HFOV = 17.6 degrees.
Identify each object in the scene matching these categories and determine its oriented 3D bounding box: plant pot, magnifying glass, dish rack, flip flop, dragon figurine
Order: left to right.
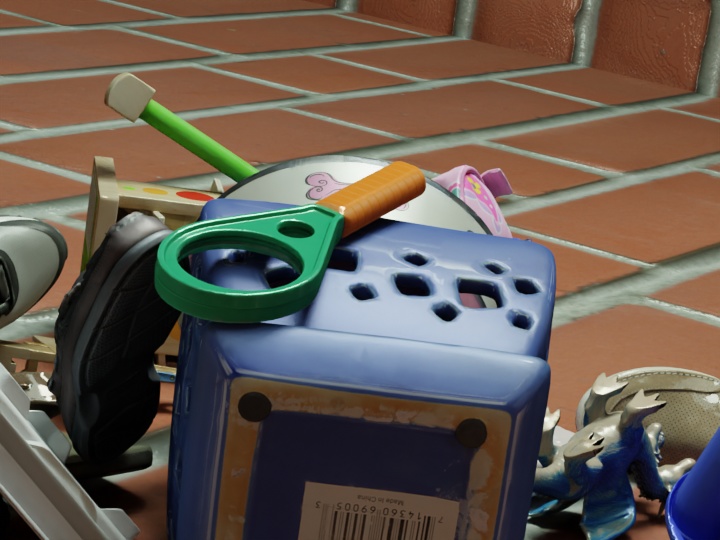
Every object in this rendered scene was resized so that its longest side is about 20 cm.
[{"bbox_3d":[-0.183,0.083,1.199,0.044,0.172,0.200,-39,28,-8],"label":"dish rack"},{"bbox_3d":[-0.205,0.083,1.375,0.200,0.058,0.081,19,14,41],"label":"flip flop"},{"bbox_3d":[-0.029,-0.018,1.186,0.080,0.022,0.200,22,32,27],"label":"magnifying glass"},{"bbox_3d":[-0.001,0.092,1.205,0.200,0.200,0.180,7,20,-3],"label":"plant pot"},{"bbox_3d":[0.137,0.129,1.414,0.059,0.099,0.200,22,38,38],"label":"dragon figurine"}]

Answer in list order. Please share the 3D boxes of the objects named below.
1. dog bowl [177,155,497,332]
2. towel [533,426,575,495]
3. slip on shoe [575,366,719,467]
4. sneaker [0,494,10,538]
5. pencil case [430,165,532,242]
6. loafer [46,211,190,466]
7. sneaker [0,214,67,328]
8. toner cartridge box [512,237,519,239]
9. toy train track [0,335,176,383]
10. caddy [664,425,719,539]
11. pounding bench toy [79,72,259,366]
[{"bbox_3d":[-0.012,0.037,1.335,0.200,0.200,0.074,9,33,-3],"label":"dog bowl"},{"bbox_3d":[0.031,0.108,1.490,0.200,0.032,0.191,20,18,39],"label":"towel"},{"bbox_3d":[0.243,0.114,1.530,0.200,0.076,0.061,16,7,-5],"label":"slip on shoe"},{"bbox_3d":[-0.271,0.101,1.270,0.200,0.090,0.070,43,-13,34],"label":"sneaker"},{"bbox_3d":[0.000,0.000,1.416,0.200,0.087,0.087,-20,3,22],"label":"pencil case"},{"bbox_3d":[-0.140,0.031,1.235,0.072,0.200,0.063,-32,66,-30],"label":"loafer"},{"bbox_3d":[-0.253,0.027,1.421,0.079,0.074,0.200,10,31,43],"label":"sneaker"},{"bbox_3d":[0.079,0.041,1.530,0.043,0.095,0.200,8,12,2],"label":"toner cartridge box"},{"bbox_3d":[-0.151,0.076,1.513,0.200,0.033,0.115,10,5,-22],"label":"toy train track"},{"bbox_3d":[0.274,0.148,1.347,0.200,0.105,0.141,1,40,-30],"label":"caddy"},{"bbox_3d":[-0.109,-0.033,1.615,0.156,0.200,0.124,6,14,-10],"label":"pounding bench toy"}]
